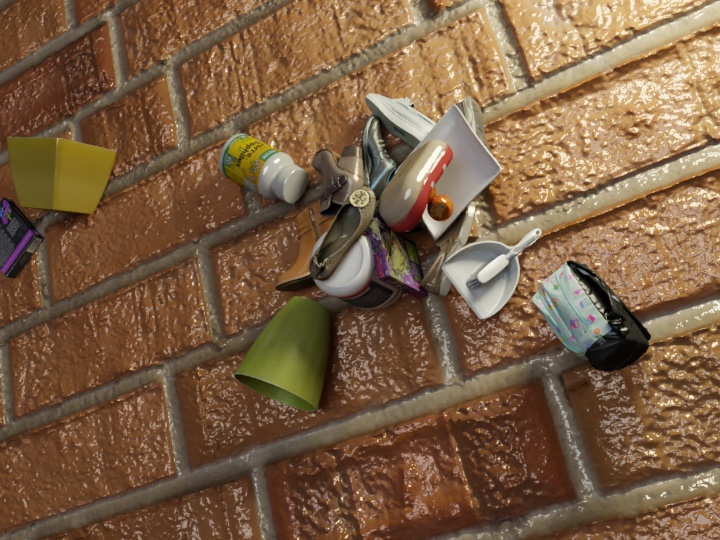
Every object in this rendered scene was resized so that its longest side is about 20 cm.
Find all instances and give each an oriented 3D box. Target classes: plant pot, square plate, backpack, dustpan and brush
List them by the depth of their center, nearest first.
[{"bbox_3d":[0.403,0.078,1.361,0.126,0.166,0.201,-42,57,16],"label":"backpack"},{"bbox_3d":[0.274,-0.018,1.489,0.199,0.057,0.140,-37,87,-21],"label":"dustpan and brush"},{"bbox_3d":[0.176,-0.197,1.544,0.200,0.028,0.199,-47,53,27],"label":"square plate"},{"bbox_3d":[-0.139,0.165,1.602,0.186,0.187,0.201,12,68,27],"label":"plant pot"},{"bbox_3d":[-0.787,-0.243,2.003,0.198,0.200,0.178,6,92,27],"label":"plant pot"}]

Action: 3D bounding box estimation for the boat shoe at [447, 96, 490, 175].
[{"bbox_3d":[0.221,-0.260,1.583,0.073,0.074,0.202,-19,61,30],"label":"boat shoe"}]

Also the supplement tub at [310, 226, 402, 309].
[{"bbox_3d":[0.000,0.000,1.545,0.139,0.200,0.142,-7,74,24],"label":"supplement tub"}]

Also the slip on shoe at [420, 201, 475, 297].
[{"bbox_3d":[0.179,-0.049,1.541,0.060,0.076,0.202,19,93,7],"label":"slip on shoe"}]

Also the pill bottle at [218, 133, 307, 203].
[{"bbox_3d":[-0.221,-0.231,1.760,0.199,0.113,0.113,29,91,29],"label":"pill bottle"}]

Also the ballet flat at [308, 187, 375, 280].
[{"bbox_3d":[-0.038,-0.071,1.440,0.067,0.046,0.201,34,91,28],"label":"ballet flat"}]

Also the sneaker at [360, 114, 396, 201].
[{"bbox_3d":[0.042,-0.240,1.669,0.081,0.073,0.202,0,83,9],"label":"sneaker"}]

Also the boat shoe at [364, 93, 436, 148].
[{"bbox_3d":[0.093,-0.336,1.667,0.071,0.070,0.201,-42,60,-11],"label":"boat shoe"}]

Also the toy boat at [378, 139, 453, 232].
[{"bbox_3d":[0.127,-0.147,1.483,0.130,0.131,0.201,-28,23,55],"label":"toy boat"}]

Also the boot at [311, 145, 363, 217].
[{"bbox_3d":[-0.062,-0.188,1.661,0.199,0.070,0.148,-9,65,57],"label":"boot"}]

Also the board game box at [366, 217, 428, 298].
[{"bbox_3d":[0.075,-0.020,1.514,0.032,0.200,0.121,-24,68,20],"label":"board game box"}]

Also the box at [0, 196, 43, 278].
[{"bbox_3d":[-0.984,-0.093,2.140,0.200,0.036,0.143,41,96,27],"label":"box"}]

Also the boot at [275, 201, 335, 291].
[{"bbox_3d":[-0.119,-0.055,1.685,0.199,0.077,0.156,-30,68,14],"label":"boot"}]

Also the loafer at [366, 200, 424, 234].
[{"bbox_3d":[0.042,-0.108,1.592,0.198,0.073,0.073,-7,79,29],"label":"loafer"}]
